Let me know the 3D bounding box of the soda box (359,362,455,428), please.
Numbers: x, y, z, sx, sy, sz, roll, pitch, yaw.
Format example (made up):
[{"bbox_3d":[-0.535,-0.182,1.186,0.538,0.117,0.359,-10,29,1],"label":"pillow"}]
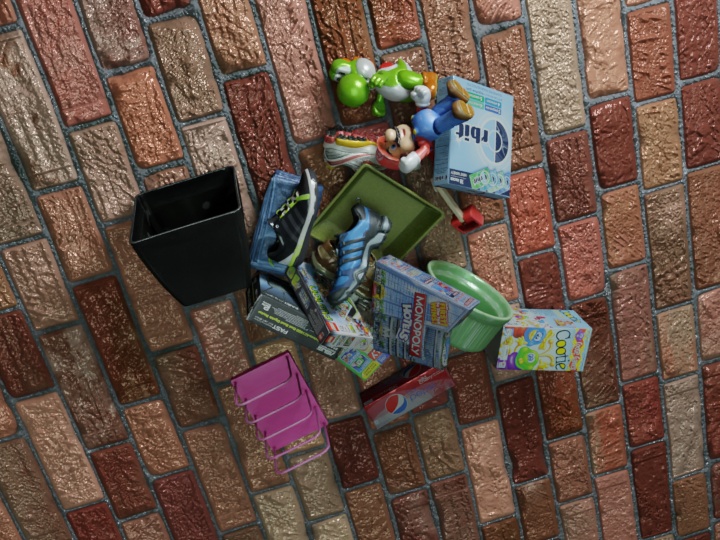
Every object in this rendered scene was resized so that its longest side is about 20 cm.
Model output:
[{"bbox_3d":[0.101,0.260,1.650,0.199,0.063,0.070,-30,111,3],"label":"soda box"}]

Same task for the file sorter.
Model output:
[{"bbox_3d":[-0.165,0.304,1.587,0.138,0.126,0.201,-26,112,0],"label":"file sorter"}]

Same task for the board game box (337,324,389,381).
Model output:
[{"bbox_3d":[0.027,0.123,1.606,0.134,0.029,0.200,39,99,-19],"label":"board game box"}]

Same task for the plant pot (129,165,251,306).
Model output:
[{"bbox_3d":[-0.299,-0.053,1.409,0.199,0.200,0.178,-17,122,-3],"label":"plant pot"}]

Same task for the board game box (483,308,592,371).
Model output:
[{"bbox_3d":[0.379,0.149,1.633,0.199,0.105,0.104,2,110,-9],"label":"board game box"}]

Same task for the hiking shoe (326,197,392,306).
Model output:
[{"bbox_3d":[-0.023,-0.030,1.421,0.086,0.074,0.201,32,75,-13],"label":"hiking shoe"}]

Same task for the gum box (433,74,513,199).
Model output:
[{"bbox_3d":[0.215,-0.246,1.422,0.169,0.044,0.201,7,85,-38],"label":"gum box"}]

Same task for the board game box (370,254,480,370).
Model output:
[{"bbox_3d":[0.120,0.091,1.435,0.199,0.062,0.201,14,110,27],"label":"board game box"}]

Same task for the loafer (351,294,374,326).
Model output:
[{"bbox_3d":[0.046,0.091,1.548,0.199,0.063,0.072,32,102,-18],"label":"loafer"}]

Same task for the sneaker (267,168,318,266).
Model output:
[{"bbox_3d":[-0.133,-0.097,1.425,0.082,0.072,0.201,9,108,-15],"label":"sneaker"}]

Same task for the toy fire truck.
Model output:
[{"bbox_3d":[0.165,-0.181,1.456,0.049,0.142,0.200,-24,128,36],"label":"toy fire truck"}]

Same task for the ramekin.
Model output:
[{"bbox_3d":[0.199,0.075,1.532,0.199,0.200,0.098,24,111,-17],"label":"ramekin"}]

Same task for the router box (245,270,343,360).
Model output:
[{"bbox_3d":[-0.129,0.085,1.501,0.199,0.150,0.062,26,104,-18],"label":"router box"}]

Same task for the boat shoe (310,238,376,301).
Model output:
[{"bbox_3d":[0.000,0.000,1.493,0.199,0.076,0.074,24,124,-20],"label":"boat shoe"}]

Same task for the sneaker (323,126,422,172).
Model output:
[{"bbox_3d":[0.023,-0.222,1.465,0.199,0.078,0.083,9,121,-8],"label":"sneaker"}]

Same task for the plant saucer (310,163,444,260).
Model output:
[{"bbox_3d":[0.029,-0.106,1.482,0.199,0.048,0.200,29,124,-23],"label":"plant saucer"}]

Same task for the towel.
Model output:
[{"bbox_3d":[-0.148,-0.089,1.490,0.111,0.049,0.201,13,107,-15],"label":"towel"}]

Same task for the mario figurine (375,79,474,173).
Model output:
[{"bbox_3d":[0.098,-0.253,1.339,0.200,0.124,0.106,-35,103,31],"label":"mario figurine"}]

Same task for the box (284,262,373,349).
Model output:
[{"bbox_3d":[-0.063,0.066,1.464,0.110,0.200,0.035,11,126,-40],"label":"box"}]

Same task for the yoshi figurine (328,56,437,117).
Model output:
[{"bbox_3d":[0.037,-0.334,1.404,0.199,0.112,0.113,9,115,-9],"label":"yoshi figurine"}]
